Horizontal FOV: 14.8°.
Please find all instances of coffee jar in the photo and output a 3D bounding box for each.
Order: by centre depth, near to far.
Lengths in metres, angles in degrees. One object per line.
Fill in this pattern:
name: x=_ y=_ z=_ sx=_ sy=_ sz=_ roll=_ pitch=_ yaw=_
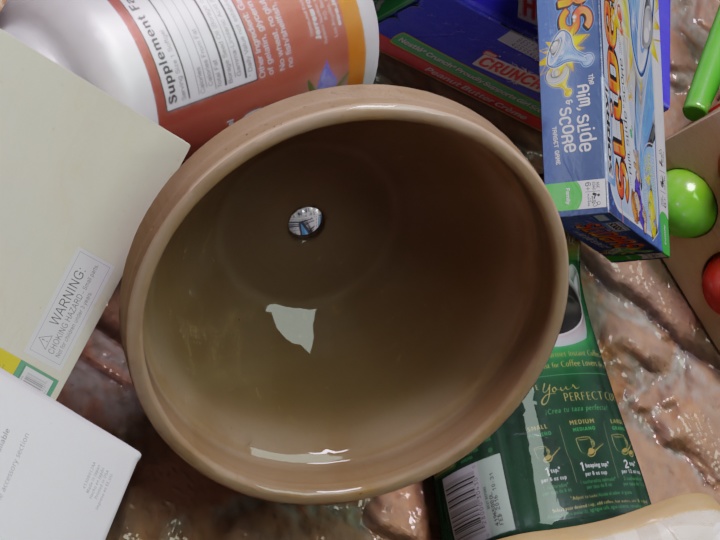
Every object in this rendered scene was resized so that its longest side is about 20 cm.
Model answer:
coffee jar: x=0.074 y=0.048 z=1.396 sx=0.104 sy=0.085 sz=0.200 roll=-1 pitch=71 yaw=-36

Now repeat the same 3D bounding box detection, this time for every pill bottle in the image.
pill bottle: x=-0.099 y=-0.093 z=1.288 sx=0.200 sy=0.112 sz=0.112 roll=-23 pitch=85 yaw=-33

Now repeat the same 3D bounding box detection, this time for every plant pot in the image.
plant pot: x=-0.015 y=-0.003 z=1.242 sx=0.201 sy=0.201 sz=0.093 roll=27 pitch=18 yaw=-29

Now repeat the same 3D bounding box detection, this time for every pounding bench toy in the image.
pounding bench toy: x=0.226 y=-0.080 z=1.566 sx=0.156 sy=0.124 sz=0.200 roll=-34 pitch=93 yaw=-45

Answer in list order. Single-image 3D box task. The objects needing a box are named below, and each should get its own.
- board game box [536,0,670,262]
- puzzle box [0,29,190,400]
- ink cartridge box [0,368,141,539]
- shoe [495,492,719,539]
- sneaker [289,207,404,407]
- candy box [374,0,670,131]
board game box: x=0.123 y=-0.113 z=1.413 sx=0.135 sy=0.034 sz=0.201 roll=24 pitch=63 yaw=-69
puzzle box: x=-0.174 y=0.000 z=1.178 sx=0.133 sy=0.025 sz=0.200 roll=32 pitch=82 yaw=-27
ink cartridge box: x=-0.208 y=0.121 z=1.086 sx=0.175 sy=0.084 sz=0.200 roll=34 pitch=63 yaw=-25
shoe: x=0.093 y=0.160 z=1.321 sx=0.200 sy=0.070 sz=0.053 roll=-17 pitch=53 yaw=-14
sneaker: x=0.000 y=0.000 z=1.355 sx=0.077 sy=0.086 sz=0.200 roll=7 pitch=65 yaw=-40
candy box: x=0.089 y=-0.190 z=1.536 sx=0.169 sy=0.077 sz=0.200 roll=25 pitch=53 yaw=-32
